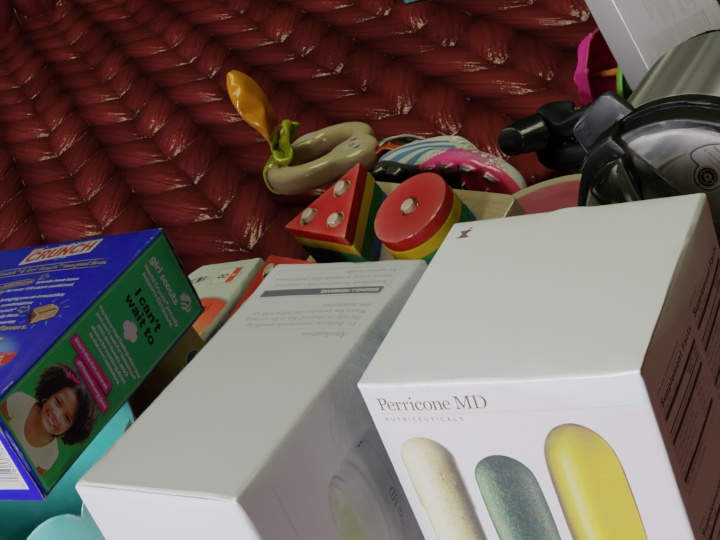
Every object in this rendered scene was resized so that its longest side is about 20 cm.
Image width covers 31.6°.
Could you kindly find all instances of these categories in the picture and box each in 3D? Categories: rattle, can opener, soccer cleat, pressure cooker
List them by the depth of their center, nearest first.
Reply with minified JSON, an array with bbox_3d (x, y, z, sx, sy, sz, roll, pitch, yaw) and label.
[{"bbox_3d":[0.243,-0.051,0.865,0.174,0.181,0.200,7,33,29],"label":"pressure cooker"},{"bbox_3d":[0.186,-0.112,1.092,0.078,0.064,0.200,-30,11,-12],"label":"can opener"},{"bbox_3d":[0.093,-0.097,1.192,0.086,0.071,0.199,-40,30,-29],"label":"soccer cleat"},{"bbox_3d":[-0.029,-0.161,1.342,0.129,0.145,0.198,-21,13,-42],"label":"rattle"}]

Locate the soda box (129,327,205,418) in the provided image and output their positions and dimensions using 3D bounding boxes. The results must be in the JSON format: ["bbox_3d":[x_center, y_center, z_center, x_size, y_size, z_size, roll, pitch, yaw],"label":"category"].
[{"bbox_3d":[-0.197,0.095,1.022,0.199,0.064,0.068,-23,18,49],"label":"soda box"}]

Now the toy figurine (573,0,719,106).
[{"bbox_3d":[0.280,-0.183,1.160,0.197,0.153,0.184,-7,12,-16],"label":"toy figurine"}]

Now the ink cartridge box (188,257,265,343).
[{"bbox_3d":[-0.194,0.056,1.172,0.197,0.051,0.163,-3,33,29],"label":"ink cartridge box"}]

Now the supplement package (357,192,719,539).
[{"bbox_3d":[0.121,0.090,0.678,0.150,0.202,0.151,-6,31,31],"label":"supplement package"}]

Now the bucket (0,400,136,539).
[{"bbox_3d":[-0.213,0.185,0.852,0.204,0.136,0.208,-19,27,10],"label":"bucket"}]

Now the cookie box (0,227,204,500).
[{"bbox_3d":[-0.228,0.061,0.856,0.169,0.076,0.201,-7,31,32],"label":"cookie box"}]

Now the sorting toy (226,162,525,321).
[{"bbox_3d":[0.000,0.000,1.019,0.199,0.070,0.200,10,61,51],"label":"sorting toy"}]

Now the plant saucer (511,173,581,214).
[{"bbox_3d":[0.159,-0.018,1.017,0.198,0.051,0.201,-19,28,10],"label":"plant saucer"}]

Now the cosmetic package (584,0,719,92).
[{"bbox_3d":[0.262,-0.155,1.016,0.082,0.202,0.051,-28,0,-9],"label":"cosmetic package"}]

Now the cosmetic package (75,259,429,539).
[{"bbox_3d":[-0.019,0.133,0.715,0.122,0.201,0.200,-2,34,38],"label":"cosmetic package"}]

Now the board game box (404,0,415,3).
[{"bbox_3d":[0.084,-0.500,1.849,0.044,0.154,0.201,-9,29,26],"label":"board game box"}]
